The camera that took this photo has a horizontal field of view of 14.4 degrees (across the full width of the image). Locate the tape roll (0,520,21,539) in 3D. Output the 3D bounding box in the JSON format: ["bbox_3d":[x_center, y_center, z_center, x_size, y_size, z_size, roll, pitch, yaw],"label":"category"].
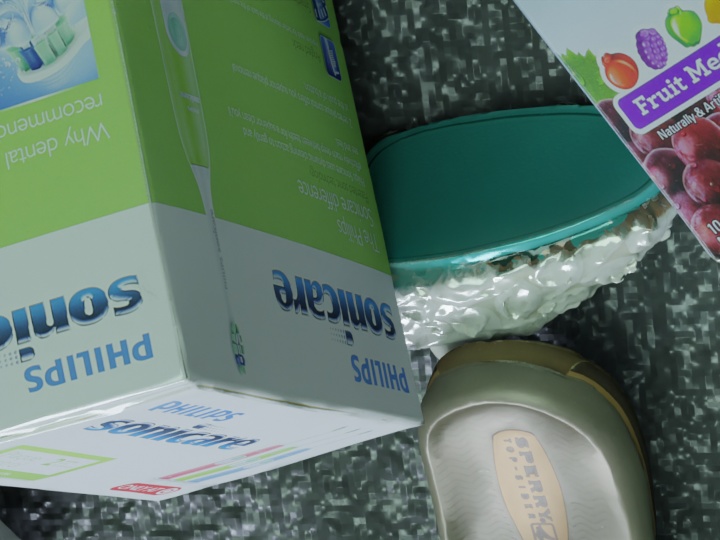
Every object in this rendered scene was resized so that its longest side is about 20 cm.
[{"bbox_3d":[-0.206,0.111,0.808,0.139,0.203,0.203,45,113,-3],"label":"tape roll"}]

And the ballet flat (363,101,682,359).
[{"bbox_3d":[0.000,0.000,0.799,0.200,0.072,0.072,-8,106,20],"label":"ballet flat"}]

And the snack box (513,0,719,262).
[{"bbox_3d":[0.087,-0.117,0.696,0.142,0.053,0.200,-33,99,37],"label":"snack box"}]

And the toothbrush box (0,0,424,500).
[{"bbox_3d":[-0.066,-0.051,0.709,0.086,0.146,0.200,-18,78,19],"label":"toothbrush box"}]

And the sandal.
[{"bbox_3d":[0.062,0.108,0.799,0.080,0.054,0.200,-8,125,21],"label":"sandal"}]
